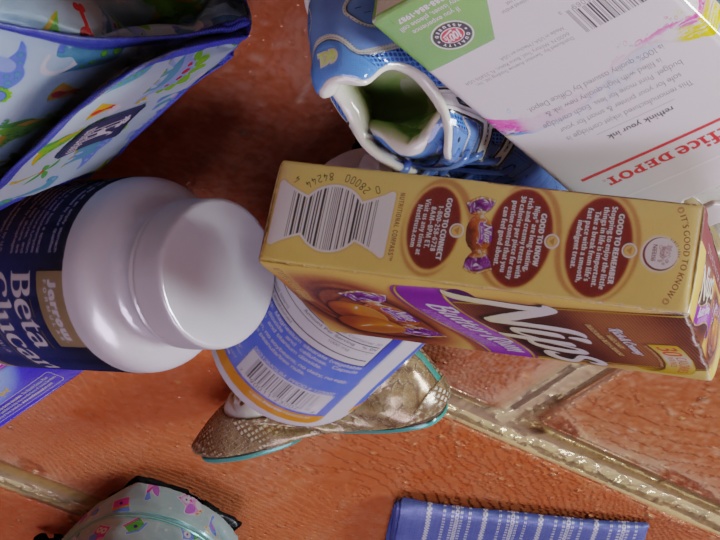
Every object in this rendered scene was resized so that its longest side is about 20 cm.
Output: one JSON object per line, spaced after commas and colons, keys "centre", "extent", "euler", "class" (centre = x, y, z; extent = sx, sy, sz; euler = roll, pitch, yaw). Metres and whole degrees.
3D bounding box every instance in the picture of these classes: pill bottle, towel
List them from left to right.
{"centre": [-0.145, 0.003, 1.036], "extent": [0.200, 0.111, 0.111], "euler": [-1, 149, 46], "class": "pill bottle"}
{"centre": [0.000, 0.000, 1.025], "extent": [0.112, 0.112, 0.200], "euler": [20, 142, -19], "class": "pill bottle"}
{"centre": [0.118, 0.227, 1.444], "extent": [0.200, 0.024, 0.145], "euler": [5, 143, -1], "class": "towel"}

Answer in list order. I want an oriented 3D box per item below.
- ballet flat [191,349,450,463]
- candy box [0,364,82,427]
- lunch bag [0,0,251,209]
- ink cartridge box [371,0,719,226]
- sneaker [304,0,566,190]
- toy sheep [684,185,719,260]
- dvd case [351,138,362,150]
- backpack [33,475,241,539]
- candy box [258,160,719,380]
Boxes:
{"centre": [-0.035, 0.083, 1.238], "extent": [0.200, 0.071, 0.065], "euler": [-14, 113, 22], "class": "ballet flat"}
{"centre": [-0.297, 0.025, 1.170], "extent": [0.200, 0.077, 0.169], "euler": [28, 141, -29], "class": "candy box"}
{"centre": [-0.181, -0.112, 0.928], "extent": [0.200, 0.128, 0.170], "euler": [11, 150, -36], "class": "lunch bag"}
{"centre": [0.115, -0.100, 0.801], "extent": [0.117, 0.067, 0.200], "euler": [-24, 134, 36], "class": "ink cartridge box"}
{"centre": [0.035, -0.069, 0.854], "extent": [0.076, 0.077, 0.200], "euler": [-19, 138, 34], "class": "sneaker"}
{"centre": [0.165, -0.047, 0.947], "extent": [0.138, 0.138, 0.200], "euler": [8, 154, -3], "class": "toy sheep"}
{"centre": [0.085, -0.035, 1.074], "extent": [0.200, 0.018, 0.143], "euler": [11, 145, -9], "class": "dvd case"}
{"centre": [-0.173, 0.254, 1.434], "extent": [0.167, 0.127, 0.200], "euler": [22, 139, -15], "class": "backpack"}
{"centre": [0.066, 0.001, 0.850], "extent": [0.200, 0.057, 0.117], "euler": [5, 164, 19], "class": "candy box"}
